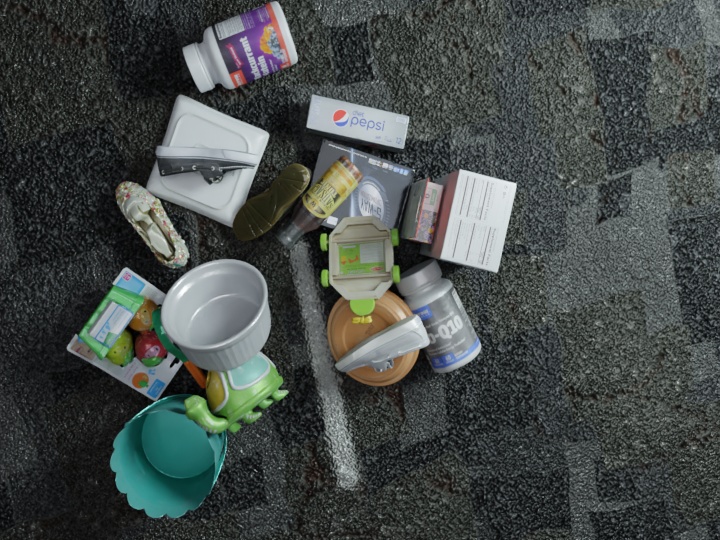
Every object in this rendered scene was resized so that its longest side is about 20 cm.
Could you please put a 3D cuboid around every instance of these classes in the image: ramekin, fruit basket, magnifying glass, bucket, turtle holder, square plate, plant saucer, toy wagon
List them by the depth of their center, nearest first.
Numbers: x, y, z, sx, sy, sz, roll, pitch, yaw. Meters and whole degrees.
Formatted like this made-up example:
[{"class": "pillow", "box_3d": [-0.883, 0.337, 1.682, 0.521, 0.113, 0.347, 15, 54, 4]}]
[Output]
[{"class": "ramekin", "box_3d": [-0.261, 0.087, 0.996, 0.194, 0.204, 0.099, -10, 138, -3]}, {"class": "toy wagon", "box_3d": [0.000, 0.000, 1.014, 0.150, 0.040, 0.207, -3, 82, 10]}, {"class": "magnifying glass", "box_3d": [-0.344, 0.154, 1.026, 0.022, 0.080, 0.204, -21, 127, -5]}, {"class": "turtle holder", "box_3d": [-0.244, 0.233, 1.026, 0.183, 0.141, 0.133, -34, 88, -18]}, {"class": "fruit basket", "box_3d": [-0.428, 0.129, 1.033, 0.199, 0.093, 0.187, 38, 82, -16]}, {"class": "bucket", "box_3d": [-0.362, 0.348, 1.035, 0.200, 0.135, 0.214, 0, 95, -4]}, {"class": "square plate", "box_3d": [-0.304, -0.215, 1.049, 0.193, 0.028, 0.205, 21, 93, -5]}, {"class": "plant saucer", "box_3d": [0.021, 0.134, 1.056, 0.194, 0.032, 0.207, 5, 105, 21]}]

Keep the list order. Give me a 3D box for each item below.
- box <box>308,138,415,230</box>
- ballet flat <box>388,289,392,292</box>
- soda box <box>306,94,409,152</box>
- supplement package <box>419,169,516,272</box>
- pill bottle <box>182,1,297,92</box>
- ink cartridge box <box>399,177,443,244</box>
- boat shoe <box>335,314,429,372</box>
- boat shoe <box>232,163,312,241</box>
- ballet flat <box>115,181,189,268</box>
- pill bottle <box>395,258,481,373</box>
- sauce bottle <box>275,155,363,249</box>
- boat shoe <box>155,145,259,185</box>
[{"class": "box", "box_3d": [-0.005, -0.153, 1.068, 0.195, 0.044, 0.165, 18, 93, -5]}, {"class": "ballet flat", "box_3d": [0.017, 0.031, 1.083, 0.067, 0.046, 0.202, -36, 96, 0]}, {"class": "soda box", "box_3d": [-0.007, -0.287, 1.046, 0.194, 0.068, 0.065, 11, 95, -5]}, {"class": "supplement package", "box_3d": [0.196, -0.091, 1.010, 0.107, 0.200, 0.161, 12, 93, -5]}, {"class": "pill bottle", "box_3d": [-0.225, -0.412, 0.998, 0.195, 0.111, 0.114, -22, 96, -2]}, {"class": "ink cartridge box", "box_3d": [0.118, -0.109, 1.002, 0.049, 0.200, 0.112, 12, 94, -5]}, {"class": "boat shoe", "box_3d": [0.041, 0.155, 1.003, 0.197, 0.072, 0.070, -31, 91, 17]}, {"class": "boat shoe", "box_3d": [-0.168, -0.130, 1.047, 0.200, 0.066, 0.072, -40, 83, 19]}, {"class": "ballet flat", "box_3d": [-0.407, -0.091, 1.033, 0.075, 0.064, 0.201, -39, 96, 3]}, {"class": "pill bottle", "box_3d": [0.152, 0.088, 1.064, 0.112, 0.114, 0.204, -28, 96, -2]}, {"class": "sauce bottle", "box_3d": [-0.080, -0.125, 1.011, 0.066, 0.066, 0.201, 41, 90, -6]}, {"class": "boat shoe", "box_3d": [-0.289, -0.196, 1.005, 0.193, 0.070, 0.068, 3, 102, -4]}]
